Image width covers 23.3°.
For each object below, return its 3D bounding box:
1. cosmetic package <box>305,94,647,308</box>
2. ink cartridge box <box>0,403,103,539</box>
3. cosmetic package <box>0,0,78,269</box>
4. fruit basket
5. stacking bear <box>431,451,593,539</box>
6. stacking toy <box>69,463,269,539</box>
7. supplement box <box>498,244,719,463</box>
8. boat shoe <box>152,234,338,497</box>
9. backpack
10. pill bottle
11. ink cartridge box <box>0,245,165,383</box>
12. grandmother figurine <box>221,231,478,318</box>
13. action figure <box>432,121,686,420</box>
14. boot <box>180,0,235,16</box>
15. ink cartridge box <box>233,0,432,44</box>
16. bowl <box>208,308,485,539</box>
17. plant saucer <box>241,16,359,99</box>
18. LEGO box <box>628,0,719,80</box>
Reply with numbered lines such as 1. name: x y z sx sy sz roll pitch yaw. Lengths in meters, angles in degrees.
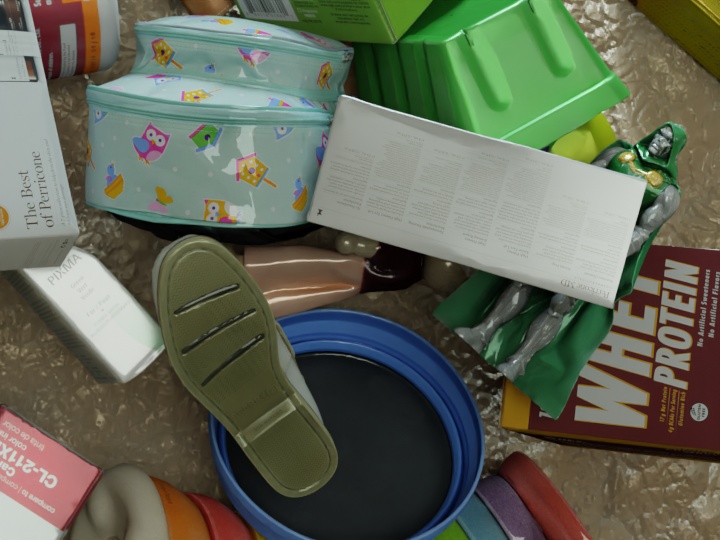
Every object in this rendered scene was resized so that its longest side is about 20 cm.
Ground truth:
1. cosmetic package: 0.073 -0.043 1.096 0.198 0.051 0.084 17 91 5
2. ink cartridge box: -0.264 0.195 1.152 0.082 0.146 0.201 34 77 -11
3. cosmetic package: -0.236 -0.101 1.077 0.082 0.051 0.202 -6 69 -27
4. fruit basket: 0.104 -0.095 1.232 0.154 0.215 0.217 -28 94 -17
5. stacking bear: 0.063 0.231 1.270 0.199 0.122 0.114 -32 74 -9
6. stacking toy: -0.096 0.215 1.225 0.198 0.146 0.148 8 83 -31
7. supplement box: 0.220 0.063 1.241 0.195 0.200 0.135 5 83 20
8. boat shoe: -0.082 0.057 1.139 0.074 0.068 0.201 -27 118 -5
9. backpack: -0.092 -0.092 1.170 0.174 0.200 0.155 9 107 15
10. pill bottle: -0.273 -0.179 1.199 0.198 0.113 0.114 -12 89 -17
11. ink cartridge box: -0.218 -0.009 1.175 0.050 0.161 0.200 -41 97 -13
12. grandmother figurine: 0.000 0.000 1.260 0.197 0.121 0.061 -5 86 -4
13. action figure: 0.146 -0.017 1.148 0.118 0.055 0.201 39 90 25
14. boot: -0.095 -0.289 1.289 0.200 0.074 0.155 -41 101 -12
15. ink cartridge box: 0.011 -0.254 1.247 0.200 0.147 0.076 -52 132 -29
16. bowl: -0.012 0.119 1.243 0.198 0.040 0.202 8 51 -9
17. plant saucer: -0.004 -0.138 1.319 0.198 0.032 0.203 1 85 -16
18. LEGO box: 0.330 -0.226 1.401 0.199 0.077 0.150 39 76 -10
